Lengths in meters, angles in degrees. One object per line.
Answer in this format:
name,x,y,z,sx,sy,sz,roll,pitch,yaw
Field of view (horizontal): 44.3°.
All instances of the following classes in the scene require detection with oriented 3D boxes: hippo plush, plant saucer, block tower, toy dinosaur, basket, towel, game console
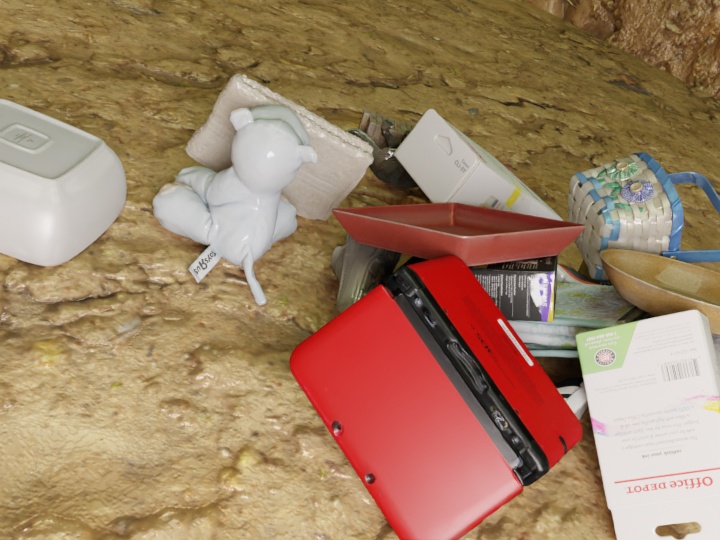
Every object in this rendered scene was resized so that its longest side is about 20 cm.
hippo plush,-0.133,-0.102,0.948,0.157,0.163,0.201,20,28,-3
plant saucer,0.341,0.026,0.918,0.197,0.036,0.200,12,15,-3
block tower,0.090,-0.185,1.360,0.197,0.055,0.058,17,28,-9
toy dinosaur,0.070,-0.077,1.138,0.106,0.061,0.200,42,-6,-24
toy dinosaur,0.065,-0.154,1.258,0.196,0.104,0.077,6,32,-15
plant saucer,0.102,-0.040,0.934,0.197,0.037,0.198,-6,15,-41
basket,0.371,-0.063,1.109,0.196,0.141,0.177,-3,36,-8
towel,0.223,0.054,0.984,0.197,0.049,0.170,4,13,32
towel,-0.092,-0.141,1.045,0.198,0.133,0.035,27,41,-22
game console,0.068,0.106,0.752,0.201,0.119,0.172,55,29,13

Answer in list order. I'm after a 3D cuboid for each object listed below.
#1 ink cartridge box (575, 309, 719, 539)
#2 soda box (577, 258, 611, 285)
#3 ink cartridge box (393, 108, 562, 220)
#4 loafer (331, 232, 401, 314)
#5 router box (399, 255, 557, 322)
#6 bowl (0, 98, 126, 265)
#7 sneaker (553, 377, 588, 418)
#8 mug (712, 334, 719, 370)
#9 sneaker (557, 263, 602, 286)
ink cartridge box,0.275,0.149,0.801,0.067,0.115,0.204,19,60,-59
soda box,0.367,0.050,1.141,0.063,0.069,0.200,-3,38,-36
ink cartridge box,0.156,-0.111,1.182,0.199,0.084,0.146,28,20,-41
loafer,0.000,0.000,0.984,0.069,0.071,0.201,-9,27,18
router box,0.135,0.007,0.959,0.154,0.053,0.200,1,10,14
bowl,-0.345,-0.103,0.896,0.197,0.076,0.201,23,27,-1
sneaker,0.150,0.126,0.852,0.111,0.074,0.199,36,33,21
mug,0.343,0.127,0.925,0.196,0.150,0.176,3,18,-1
sneaker,0.290,0.044,1.094,0.200,0.078,0.081,43,27,30
